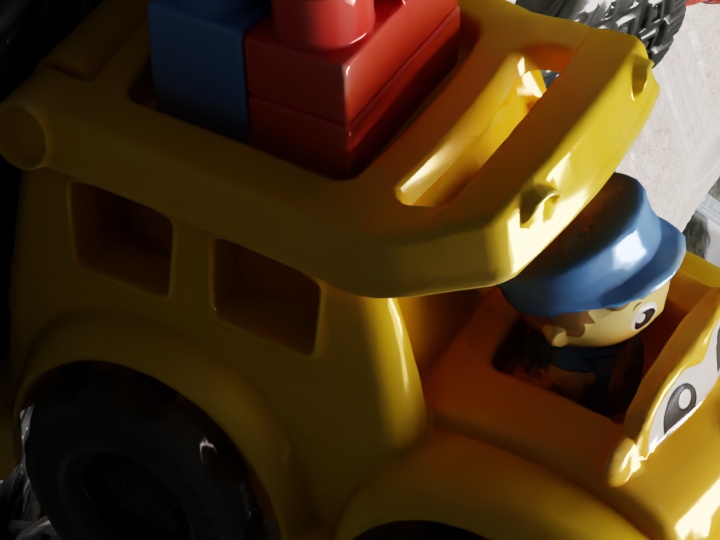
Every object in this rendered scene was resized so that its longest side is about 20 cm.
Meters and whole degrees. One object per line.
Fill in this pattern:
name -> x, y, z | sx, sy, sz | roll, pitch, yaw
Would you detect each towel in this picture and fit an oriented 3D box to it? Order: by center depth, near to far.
towel -> 0.086, -0.099, 1.051 | 0.133, 0.034, 0.201 | -56, 133, -40

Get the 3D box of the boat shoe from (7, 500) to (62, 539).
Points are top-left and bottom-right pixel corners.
boat shoe -> -0.070, 0.089, 0.825 | 0.200, 0.072, 0.069 | -33, 115, -61

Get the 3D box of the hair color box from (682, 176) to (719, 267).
hair color box -> 0.070, 0.010, 1.201 | 0.200, 0.099, 0.061 | -53, -175, 39

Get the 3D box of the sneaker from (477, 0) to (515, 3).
sneaker -> 0.040, -0.120, 0.733 | 0.086, 0.078, 0.200 | -37, 167, -28

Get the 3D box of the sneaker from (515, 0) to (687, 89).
sneaker -> 0.016, -0.058, 0.858 | 0.076, 0.091, 0.200 | -24, 168, -40

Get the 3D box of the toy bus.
toy bus -> 0.014, -0.012, 0.706 | 0.136, 0.199, 0.193 | -48, 151, -42

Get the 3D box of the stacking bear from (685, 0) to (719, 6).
stacking bear -> 0.103, -0.146, 0.812 | 0.200, 0.121, 0.114 | 115, -7, -59
